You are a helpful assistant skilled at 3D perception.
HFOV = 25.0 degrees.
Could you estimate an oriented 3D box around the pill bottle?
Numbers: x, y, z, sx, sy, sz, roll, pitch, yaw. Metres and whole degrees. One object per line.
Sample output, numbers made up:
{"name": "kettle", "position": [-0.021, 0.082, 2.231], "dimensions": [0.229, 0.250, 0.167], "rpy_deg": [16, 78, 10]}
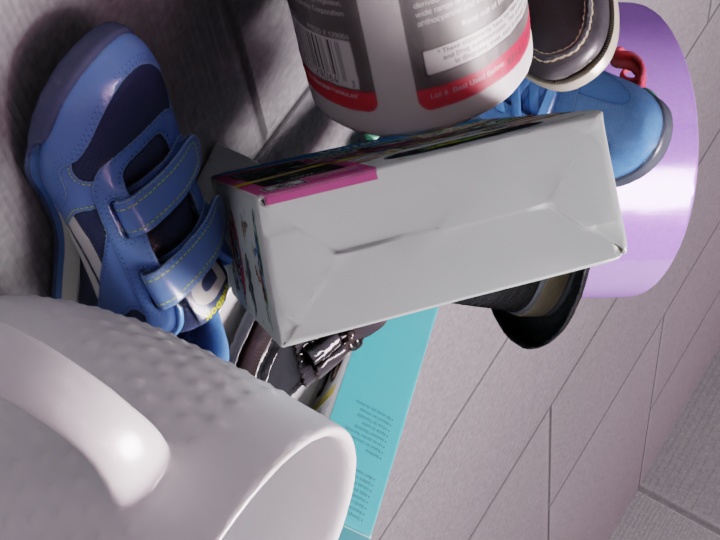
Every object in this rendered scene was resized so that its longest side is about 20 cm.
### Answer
{"name": "pill bottle", "position": [0.011, -0.170, 0.714], "dimensions": [0.111, 0.110, 0.201], "rpy_deg": [-48, 139, -36]}

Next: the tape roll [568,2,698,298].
{"name": "tape roll", "position": [0.153, -0.082, 1.111], "dimensions": [0.065, 0.201, 0.202], "rpy_deg": [-1, 127, -19]}

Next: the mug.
{"name": "mug", "position": [-0.115, 0.078, 0.652], "dimensions": [0.148, 0.174, 0.201], "rpy_deg": [-55, 159, -21]}

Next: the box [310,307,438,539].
{"name": "box", "position": [-0.004, 0.085, 1.010], "dimensions": [0.082, 0.049, 0.201], "rpy_deg": [-49, -162, 52]}

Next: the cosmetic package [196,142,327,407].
{"name": "cosmetic package", "position": [-0.061, 0.026, 0.916], "dimensions": [0.152, 0.051, 0.200], "rpy_deg": [-65, 161, -1]}

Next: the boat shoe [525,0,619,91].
{"name": "boat shoe", "position": [0.069, -0.178, 0.815], "dimensions": [0.072, 0.202, 0.063], "rpy_deg": [-29, 150, 19]}

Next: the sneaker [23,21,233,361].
{"name": "sneaker", "position": [-0.094, -0.022, 0.719], "dimensions": [0.074, 0.082, 0.201], "rpy_deg": [-48, 154, -32]}

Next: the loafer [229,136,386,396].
{"name": "loafer", "position": [0.000, 0.000, 0.869], "dimensions": [0.201, 0.063, 0.072], "rpy_deg": [-55, 157, -31]}

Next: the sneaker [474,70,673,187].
{"name": "sneaker", "position": [0.074, -0.096, 0.881], "dimensions": [0.078, 0.199, 0.066], "rpy_deg": [27, 88, -49]}

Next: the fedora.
{"name": "fedora", "position": [0.082, -0.048, 1.077], "dimensions": [0.091, 0.201, 0.202], "rpy_deg": [-1, 128, -19]}

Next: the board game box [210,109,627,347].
{"name": "board game box", "position": [0.015, -0.025, 0.726], "dimensions": [0.200, 0.146, 0.065], "rpy_deg": [-160, -123, -79]}

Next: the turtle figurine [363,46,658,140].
{"name": "turtle figurine", "position": [0.104, -0.077, 0.959], "dimensions": [0.100, 0.199, 0.151], "rpy_deg": [32, 42, -51]}
